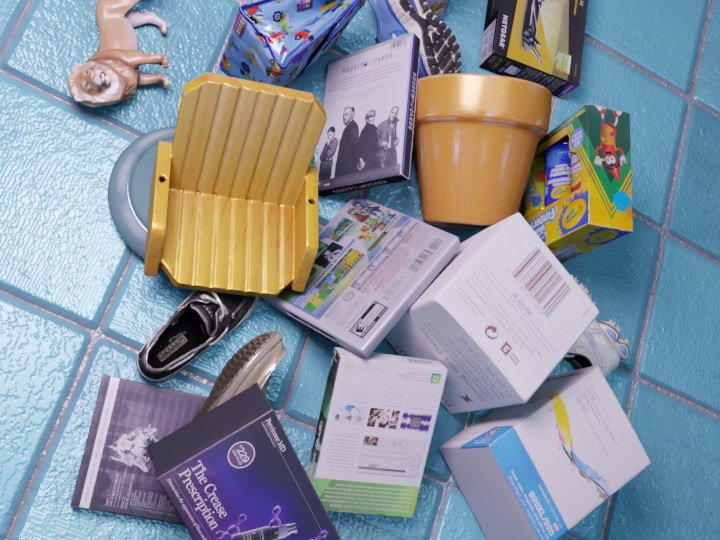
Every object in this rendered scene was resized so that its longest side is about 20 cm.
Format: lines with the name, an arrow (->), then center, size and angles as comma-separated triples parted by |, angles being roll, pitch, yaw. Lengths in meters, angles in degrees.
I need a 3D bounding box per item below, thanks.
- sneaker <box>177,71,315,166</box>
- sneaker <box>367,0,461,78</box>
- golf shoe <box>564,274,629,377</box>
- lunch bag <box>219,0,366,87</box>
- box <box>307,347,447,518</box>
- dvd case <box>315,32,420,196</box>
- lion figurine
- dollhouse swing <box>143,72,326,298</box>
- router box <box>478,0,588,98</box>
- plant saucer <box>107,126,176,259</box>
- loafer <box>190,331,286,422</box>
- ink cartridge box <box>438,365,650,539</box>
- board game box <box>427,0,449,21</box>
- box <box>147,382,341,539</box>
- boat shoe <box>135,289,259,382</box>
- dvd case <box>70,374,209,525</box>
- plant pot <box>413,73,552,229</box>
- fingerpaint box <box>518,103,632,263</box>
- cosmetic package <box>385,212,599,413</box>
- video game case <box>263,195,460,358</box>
sneaker -> -0.133, -0.185, 1.041 | 0.198, 0.074, 0.084 | 26, 97, -30
sneaker -> 0.076, -0.340, 1.185 | 0.078, 0.089, 0.202 | -43, 113, -30
golf shoe -> 0.295, 0.077, 1.164 | 0.200, 0.078, 0.097 | 47, 72, -3
lunch bag -> -0.075, -0.318, 1.079 | 0.199, 0.150, 0.095 | -38, 92, -24
box -> 0.017, 0.202, 1.000 | 0.142, 0.036, 0.203 | 10, 100, -17
dvd case -> 0.008, -0.207, 1.091 | 0.025, 0.149, 0.204 | 25, 66, -48
lion figurine -> -0.308, -0.295, 1.040 | 0.120, 0.073, 0.203 | -1, 63, -13
dollhouse swing -> -0.136, -0.092, 0.943 | 0.197, 0.176, 0.185 | 8, 63, -20
router box -> 0.276, -0.393, 1.282 | 0.155, 0.052, 0.203 | 15, 72, -17
plant saucer -> -0.217, -0.096, 1.030 | 0.197, 0.027, 0.204 | 7, 70, -20
loafer -> -0.146, 0.163, 0.962 | 0.068, 0.075, 0.201 | 40, 79, -19
ink cartridge box -> 0.238, 0.241, 1.059 | 0.198, 0.147, 0.146 | -28, 88, -23
board game box -> 0.093, -0.467, 1.179 | 0.061, 0.199, 0.203 | -23, 100, -22
box -> -0.125, 0.252, 0.904 | 0.140, 0.079, 0.202 | -30, 114, -14
boat shoe -> -0.187, 0.059, 0.990 | 0.071, 0.064, 0.200 | 45, 64, -4
dvd case -> -0.224, 0.219, 0.963 | 0.197, 0.016, 0.151 | 15, 72, -18
plant pot -> 0.155, -0.153, 1.114 | 0.197, 0.200, 0.187 | 5, 90, -19
fingerpaint box -> 0.290, -0.110, 1.137 | 0.072, 0.200, 0.170 | 8, 74, -17
cosmetic package -> 0.157, 0.062, 1.044 | 0.168, 0.200, 0.166 | 48, 66, -4
video game case -> 0.000, 0.000, 1.035 | 0.181, 0.022, 0.200 | 25, 62, 35
